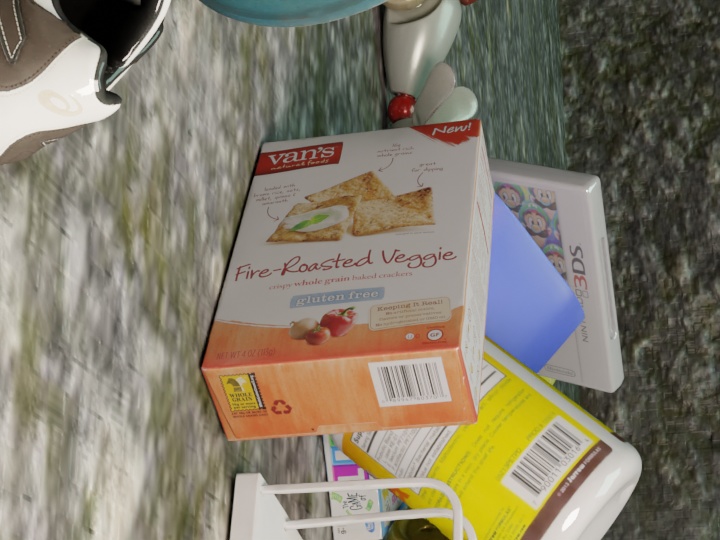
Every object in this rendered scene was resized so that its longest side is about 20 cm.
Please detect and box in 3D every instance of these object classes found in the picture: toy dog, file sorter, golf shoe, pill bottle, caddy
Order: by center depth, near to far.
[{"bbox_3d":[-0.101,-0.098,0.533,0.200,0.094,0.078,-84,162,-47],"label":"golf shoe"},{"bbox_3d":[0.012,0.211,0.856,0.200,0.124,0.139,67,21,-54],"label":"file sorter"},{"bbox_3d":[0.058,0.094,0.934,0.109,0.200,0.109,-44,158,-22],"label":"pill bottle"},{"bbox_3d":[0.055,0.006,1.066,0.200,0.105,0.141,49,-8,-28],"label":"caddy"},{"bbox_3d":[0.068,-0.172,1.325,0.132,0.096,0.201,-41,125,-75],"label":"toy dog"}]

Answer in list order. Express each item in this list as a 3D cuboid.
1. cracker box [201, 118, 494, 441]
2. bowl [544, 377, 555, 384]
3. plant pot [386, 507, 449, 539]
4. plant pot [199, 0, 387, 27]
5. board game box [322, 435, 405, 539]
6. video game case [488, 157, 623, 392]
[{"bbox_3d":[0.000,0.000,0.861,0.200,0.134,0.058,-81,160,-51],"label":"cracker box"},{"bbox_3d":[0.176,0.067,1.707,0.200,0.107,0.201,-4,90,-78],"label":"bowl"},{"bbox_3d":[0.085,0.223,1.038,0.200,0.199,0.142,-54,132,-72],"label":"plant pot"},{"bbox_3d":[-0.051,-0.228,0.623,0.188,0.200,0.201,36,48,-55],"label":"plant pot"},{"bbox_3d":[0.012,0.098,1.110,0.200,0.034,0.135,-27,111,-77],"label":"board game box"},{"bbox_3d":[0.095,-0.004,1.176,0.024,0.200,0.182,-45,135,-39],"label":"video game case"}]
